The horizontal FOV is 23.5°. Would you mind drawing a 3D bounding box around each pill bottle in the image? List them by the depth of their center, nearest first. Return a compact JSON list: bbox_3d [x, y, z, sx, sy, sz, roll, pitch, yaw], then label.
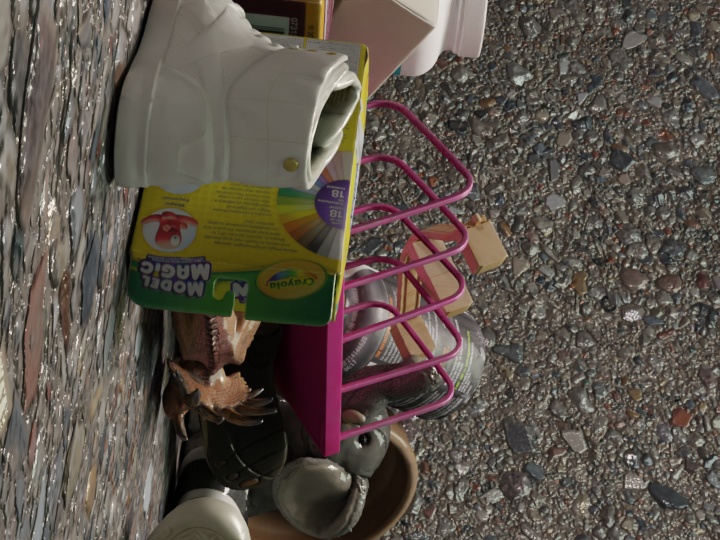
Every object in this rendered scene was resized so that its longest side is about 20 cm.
[{"bbox_3d":[0.000,-0.215,1.374,0.111,0.198,0.112,7,90,-90],"label":"pill bottle"},{"bbox_3d":[0.011,0.056,1.507,0.199,0.106,0.107,25,64,-43],"label":"pill bottle"}]

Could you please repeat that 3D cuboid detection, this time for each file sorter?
[{"bbox_3d":[0.000,0.000,1.247,0.139,0.124,0.201,51,-31,44],"label":"file sorter"}]

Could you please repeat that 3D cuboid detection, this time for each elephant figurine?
[{"bbox_3d":[-0.039,0.144,1.394,0.155,0.198,0.143,97,0,-73],"label":"elephant figurine"}]

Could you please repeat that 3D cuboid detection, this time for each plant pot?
[{"bbox_3d":[-0.059,0.148,1.617,0.175,0.198,0.202,-108,-161,-47],"label":"plant pot"}]

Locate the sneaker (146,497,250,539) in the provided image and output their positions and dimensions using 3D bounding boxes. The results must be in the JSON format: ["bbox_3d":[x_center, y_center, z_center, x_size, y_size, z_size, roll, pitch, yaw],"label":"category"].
[{"bbox_3d":[-0.105,0.199,1.128,0.112,0.076,0.201,-73,176,-55],"label":"sneaker"}]

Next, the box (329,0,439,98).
[{"bbox_3d":[-0.027,-0.154,1.272,0.200,0.068,0.083,-43,-153,36],"label":"box"}]

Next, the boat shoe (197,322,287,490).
[{"bbox_3d":[-0.097,0.058,1.255,0.074,0.075,0.202,-128,-145,-66],"label":"boat shoe"}]

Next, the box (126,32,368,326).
[{"bbox_3d":[-0.060,-0.048,0.966,0.049,0.116,0.201,95,2,-50],"label":"box"}]

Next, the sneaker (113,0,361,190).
[{"bbox_3d":[-0.056,-0.098,0.891,0.201,0.114,0.074,-86,180,-56],"label":"sneaker"}]

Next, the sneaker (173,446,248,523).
[{"bbox_3d":[-0.120,0.244,1.329,0.112,0.072,0.202,-78,168,-52],"label":"sneaker"}]

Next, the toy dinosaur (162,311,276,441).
[{"bbox_3d":[-0.090,0.035,1.069,0.200,0.085,0.137,69,34,-78],"label":"toy dinosaur"}]

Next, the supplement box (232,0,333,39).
[{"bbox_3d":[-0.059,-0.194,1.127,0.201,0.085,0.111,-83,180,-46],"label":"supplement box"}]

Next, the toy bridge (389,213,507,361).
[{"bbox_3d":[0.059,0.003,1.312,0.068,0.027,0.200,64,-24,17],"label":"toy bridge"}]
